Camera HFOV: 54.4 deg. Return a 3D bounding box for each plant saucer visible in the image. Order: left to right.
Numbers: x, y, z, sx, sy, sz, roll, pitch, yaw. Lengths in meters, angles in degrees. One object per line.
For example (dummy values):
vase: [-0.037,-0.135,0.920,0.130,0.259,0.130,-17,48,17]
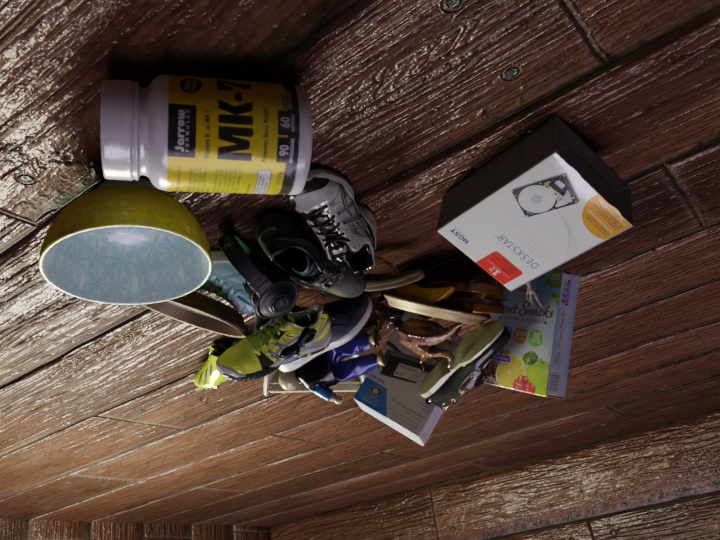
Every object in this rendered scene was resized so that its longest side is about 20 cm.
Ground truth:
plant saucer: [-0.264,0.057,1.074,0.198,0.030,0.200,16,165,4]

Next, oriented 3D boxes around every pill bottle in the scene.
pill bottle: [-0.156,-0.137,0.710,0.198,0.115,0.114,0,152,-17]

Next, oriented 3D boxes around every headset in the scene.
headset: [-0.136,0.034,0.986,0.094,0.124,0.200,-42,112,0]

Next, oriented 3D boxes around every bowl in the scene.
bowl: [-0.281,-0.048,0.853,0.198,0.109,0.201,-6,153,-3]

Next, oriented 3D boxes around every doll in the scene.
doll: [-0.056,0.177,1.267,0.198,0.138,0.048,-18,-172,9]

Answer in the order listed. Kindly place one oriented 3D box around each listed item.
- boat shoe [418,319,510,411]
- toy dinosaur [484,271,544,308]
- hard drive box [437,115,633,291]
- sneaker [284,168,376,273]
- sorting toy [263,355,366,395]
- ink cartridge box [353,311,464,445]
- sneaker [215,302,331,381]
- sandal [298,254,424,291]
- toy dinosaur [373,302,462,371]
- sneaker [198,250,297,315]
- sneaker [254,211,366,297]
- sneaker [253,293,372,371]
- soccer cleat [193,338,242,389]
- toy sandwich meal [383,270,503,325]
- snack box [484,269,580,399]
boat shoe: [0.183,0.160,1.179,0.063,0.074,0.202,36,119,-10]
toy dinosaur: [0.248,-0.046,1.097,0.181,0.105,0.200,-22,117,45]
hard drive box: [0.226,-0.080,0.921,0.155,0.077,0.200,35,135,-22]
sneaker: [-0.030,-0.061,0.928,0.075,0.088,0.200,-20,150,25]
sorting toy: [-0.084,0.148,1.321,0.198,0.108,0.181,0,139,-5]
ink cartridge box: [0.102,0.196,1.303,0.144,0.201,0.084,26,163,22]
sneaker: [-0.135,0.104,1.080,0.199,0.075,0.077,-23,133,-32]
sandal: [0.000,0.000,1.092,0.198,0.055,0.080,1,-172,9]
toy dinosaur: [0.089,0.108,1.190,0.135,0.087,0.200,27,167,-16]
sneaker: [-0.185,0.024,1.052,0.198,0.083,0.074,3,150,-22]
sneaker: [-0.067,-0.003,0.986,0.199,0.080,0.075,31,112,-34]
sneaker: [-0.085,0.072,1.184,0.201,0.077,0.147,-33,129,-3]
soccer cleat: [-0.273,0.176,1.370,0.199,0.065,0.084,-26,119,39]
toy sandwich meal: [0.138,0.041,1.176,0.203,0.071,0.205,12,-179,0]
snack box: [0.282,0.100,1.165,0.053,0.202,0.142,12,175,-37]
